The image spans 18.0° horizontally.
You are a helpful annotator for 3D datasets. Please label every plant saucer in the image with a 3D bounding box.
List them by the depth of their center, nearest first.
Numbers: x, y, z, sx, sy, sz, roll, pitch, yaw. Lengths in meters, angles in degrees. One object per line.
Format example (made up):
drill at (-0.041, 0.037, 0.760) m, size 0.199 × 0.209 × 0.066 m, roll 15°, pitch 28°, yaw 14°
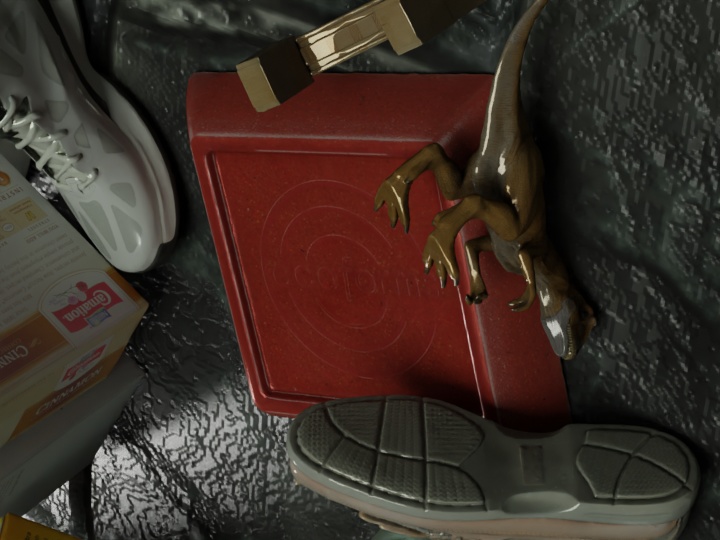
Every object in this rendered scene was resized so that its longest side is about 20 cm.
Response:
plant saucer at (0.000, 0.000, 1.147) m, size 0.199 × 0.037 × 0.201 m, roll 4°, pitch 116°, yaw 36°

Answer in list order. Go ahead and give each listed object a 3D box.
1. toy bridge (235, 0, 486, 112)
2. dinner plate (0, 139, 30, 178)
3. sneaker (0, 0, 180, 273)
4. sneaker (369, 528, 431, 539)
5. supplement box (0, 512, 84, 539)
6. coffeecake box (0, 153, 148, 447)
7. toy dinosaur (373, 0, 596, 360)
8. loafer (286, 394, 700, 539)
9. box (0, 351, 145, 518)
toy bridge at (0.033, -0.123, 1.029) m, size 0.200 × 0.067 × 0.027 m, roll -20°, pitch 102°, yaw 41°
dinner plate at (-0.270, -0.110, 1.300) m, size 0.199 × 0.024 × 0.201 m, roll 18°, pitch 124°, yaw 30°
sneaker at (-0.179, -0.073, 1.187) m, size 0.075 × 0.115 × 0.201 m, roll -18°, pitch 103°, yaw 42°
sneaker at (0.013, 0.200, 1.193) m, size 0.074 × 0.118 × 0.201 m, roll 24°, pitch 128°, yaw 22°
supplement box at (-0.138, 0.237, 1.275) m, size 0.199 × 0.110 × 0.109 m, roll 23°, pitch 136°, yaw -17°
coffeecake box at (-0.240, 0.001, 1.214) m, size 0.200 × 0.153 × 0.073 m, roll 44°, pitch 133°, yaw 11°
toy dinosaur at (0.064, -0.048, 1.049) m, size 0.060 × 0.106 × 0.201 m, roll 31°, pitch 138°, yaw 48°
loafer at (0.062, 0.109, 1.100) m, size 0.199 × 0.072 × 0.063 m, roll 5°, pitch 134°, yaw 2°
box at (-0.239, 0.087, 1.264) m, size 0.124 × 0.200 × 0.098 m, roll 43°, pitch 133°, yaw 10°
